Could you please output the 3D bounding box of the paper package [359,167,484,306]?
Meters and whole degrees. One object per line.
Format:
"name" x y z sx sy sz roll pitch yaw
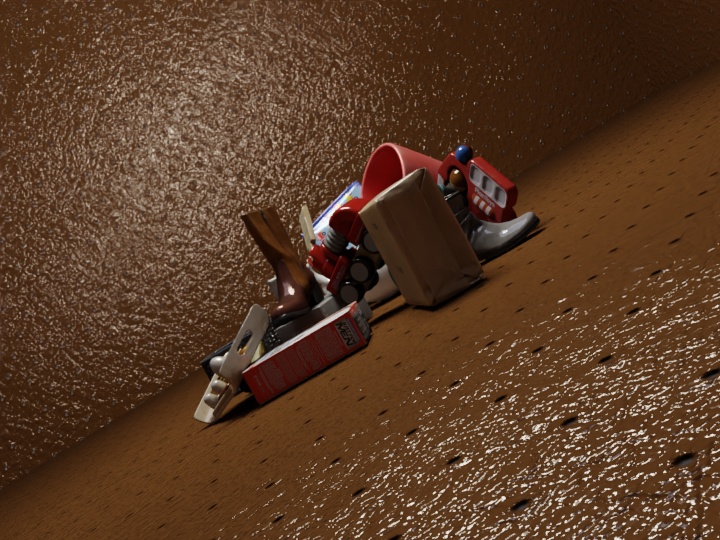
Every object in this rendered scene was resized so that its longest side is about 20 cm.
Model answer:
"paper package" 0.091 -0.048 1.322 0.103 0.192 0.200 -29 1 -6

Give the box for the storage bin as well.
"storage bin" -0.218 0.174 1.734 0.199 0.094 0.135 -31 3 1

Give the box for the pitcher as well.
"pitcher" 0.000 0.000 1.767 0.199 0.171 0.122 -30 35 26

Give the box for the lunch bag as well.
"lunch bag" -0.011 -0.095 1.906 0.200 0.150 0.094 -48 -10 -3

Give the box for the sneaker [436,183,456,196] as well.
"sneaker" 0.114 -0.096 1.578 0.078 0.076 0.200 -5 -26 -26

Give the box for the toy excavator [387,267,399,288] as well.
"toy excavator" 0.110 -0.008 1.582 0.194 0.100 0.200 -31 -6 -36

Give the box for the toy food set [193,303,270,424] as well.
"toy food set" -0.226 0.160 1.416 0.200 0.060 0.145 -51 13 52

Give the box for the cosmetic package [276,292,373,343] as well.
"cosmetic package" -0.063 0.096 1.565 0.106 0.091 0.200 -29 0 25

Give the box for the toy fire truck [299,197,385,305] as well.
"toy fire truck" -0.040 -0.064 1.524 0.129 0.199 0.177 -43 -19 -59

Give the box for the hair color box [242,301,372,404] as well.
"hair color box" -0.082 0.130 1.342 0.198 0.064 0.111 -29 2 8

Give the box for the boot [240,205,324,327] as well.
"boot" -0.146 -0.014 1.455 0.068 0.202 0.188 -25 6 28

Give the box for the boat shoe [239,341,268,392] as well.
"boat shoe" -0.199 0.182 1.564 0.064 0.074 0.200 -25 2 -2

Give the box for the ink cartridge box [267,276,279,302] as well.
"ink cartridge box" -0.142 0.083 1.798 0.057 0.164 0.200 -31 3 -2

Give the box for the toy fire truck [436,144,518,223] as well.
"toy fire truck" 0.216 -0.145 1.571 0.111 0.200 0.169 -23 -39 -23

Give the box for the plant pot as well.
"plant pot" 0.118 -0.156 1.742 0.175 0.203 0.200 5 -14 -26

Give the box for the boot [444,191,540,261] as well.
"boot" 0.195 -0.081 1.429 0.198 0.133 0.070 -30 2 10
